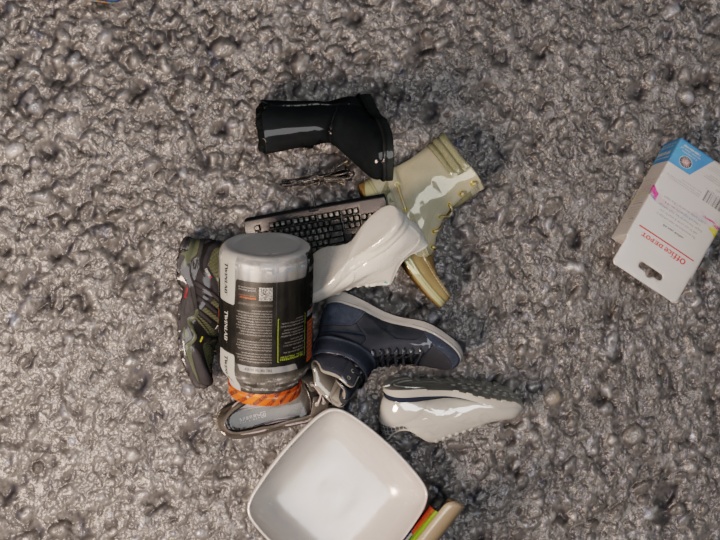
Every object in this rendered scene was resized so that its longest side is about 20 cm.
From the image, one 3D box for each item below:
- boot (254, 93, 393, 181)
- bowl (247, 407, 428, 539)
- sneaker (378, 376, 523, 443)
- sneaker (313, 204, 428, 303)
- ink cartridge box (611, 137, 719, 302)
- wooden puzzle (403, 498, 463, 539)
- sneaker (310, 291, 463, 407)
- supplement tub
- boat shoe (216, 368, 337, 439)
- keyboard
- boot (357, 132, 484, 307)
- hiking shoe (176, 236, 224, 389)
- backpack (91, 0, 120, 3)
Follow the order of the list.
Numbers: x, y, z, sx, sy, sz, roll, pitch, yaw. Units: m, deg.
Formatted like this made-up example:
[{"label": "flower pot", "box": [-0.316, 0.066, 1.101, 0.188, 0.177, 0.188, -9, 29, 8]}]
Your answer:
[{"label": "boot", "box": [-0.051, -0.169, 1.683, 0.166, 0.201, 0.077, -7, 122, -10]}, {"label": "bowl", "box": [-0.033, 0.302, 1.725, 0.200, 0.075, 0.200, 43, 84, -6]}, {"label": "sneaker", "box": [0.123, 0.192, 1.760, 0.197, 0.076, 0.082, 3, 100, -4]}, {"label": "sneaker", "box": [0.000, 0.000, 1.695, 0.199, 0.076, 0.088, -32, 132, 25]}, {"label": "ink cartridge box", "box": [0.433, -0.067, 1.806, 0.114, 0.068, 0.201, 32, 84, -6]}, {"label": "wooden puzzle", "box": [0.062, 0.369, 1.679, 0.037, 0.200, 0.186, 38, 83, 9]}, {"label": "sneaker", "box": [0.029, 0.126, 1.708, 0.200, 0.077, 0.147, 19, 52, 0]}, {"label": "supplement tub", "box": [-0.121, 0.062, 1.650, 0.121, 0.123, 0.203, 0, 109, -8]}, {"label": "boat shoe", "box": [-0.096, 0.180, 1.726, 0.198, 0.057, 0.068, -19, 91, -8]}, {"label": "keyboard", "box": [-0.060, -0.073, 1.725, 0.197, 0.021, 0.129, -10, 90, 11]}, {"label": "boot", "box": [0.107, -0.068, 1.753, 0.154, 0.072, 0.201, -32, 89, -4]}, {"label": "hiking shoe", "box": [-0.192, 0.054, 1.706, 0.099, 0.076, 0.203, -2, 88, -5]}, {"label": "backpack", "box": [-0.397, -0.432, 1.640, 0.198, 0.183, 0.136, 18, 103, 6]}]
